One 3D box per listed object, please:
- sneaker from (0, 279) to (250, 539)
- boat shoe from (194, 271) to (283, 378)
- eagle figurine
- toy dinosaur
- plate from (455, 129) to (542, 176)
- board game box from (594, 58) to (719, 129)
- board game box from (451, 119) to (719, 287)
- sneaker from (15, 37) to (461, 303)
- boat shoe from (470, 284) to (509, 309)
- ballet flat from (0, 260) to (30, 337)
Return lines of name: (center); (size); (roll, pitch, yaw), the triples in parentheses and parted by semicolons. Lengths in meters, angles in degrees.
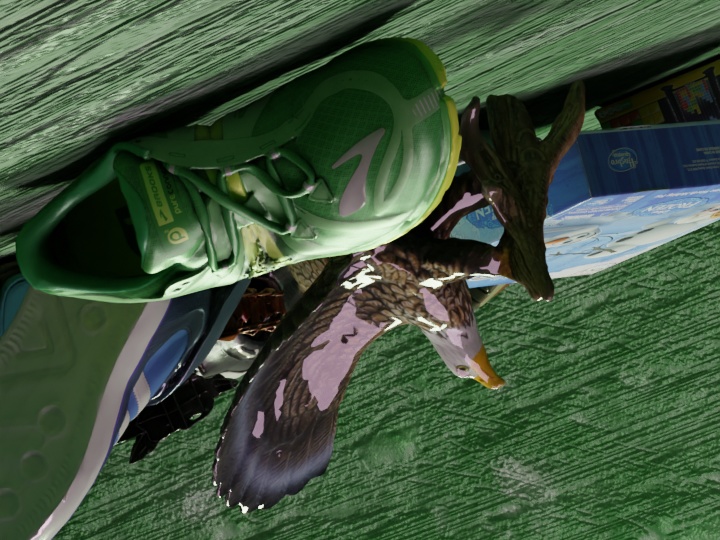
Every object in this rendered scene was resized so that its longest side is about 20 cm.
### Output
sneaker: (-0.123, 0.058, 1.258); (0.201, 0.080, 0.146); (-59, 165, 4)
boat shoe: (-0.074, 0.021, 1.641); (0.060, 0.074, 0.200); (-27, 178, 16)
eagle figurine: (0.004, 0.007, 1.230); (0.199, 0.152, 0.152); (-23, 176, 34)
toy dinosaur: (-0.116, 0.027, 1.492); (0.199, 0.102, 0.136); (-30, -169, -4)
plate: (0.004, -0.043, 1.538); (0.199, 0.026, 0.200); (-21, 176, -1)
board game box: (0.260, -0.113, 1.795); (0.199, 0.057, 0.165); (-22, 178, 12)
board game box: (0.131, -0.036, 1.645); (0.199, 0.044, 0.199); (-6, 168, -42)
sneaker: (-0.047, -0.026, 1.052); (0.199, 0.074, 0.083); (-23, 180, 33)
boat shoe: (0.113, -0.022, 2.179); (0.074, 0.076, 0.200); (-23, 179, -27)
ballet flat: (-0.189, 0.030, 1.288); (0.065, 0.071, 0.200); (7, -175, 22)
